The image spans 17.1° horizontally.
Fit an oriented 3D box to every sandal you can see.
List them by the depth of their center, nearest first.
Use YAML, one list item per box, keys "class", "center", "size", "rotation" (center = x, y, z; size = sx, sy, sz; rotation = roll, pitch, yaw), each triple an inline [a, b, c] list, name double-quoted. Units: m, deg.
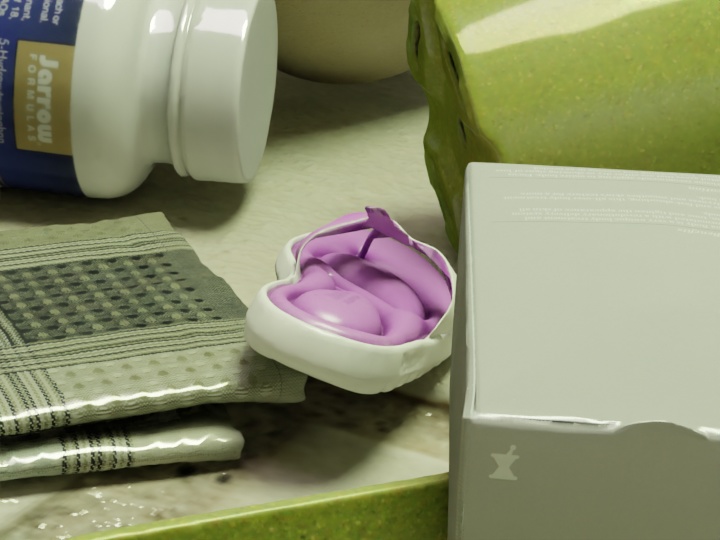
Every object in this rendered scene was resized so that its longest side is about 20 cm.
- class: "sandal"
  center: [0.007, 0.003, 0.927]
  size: [0.082, 0.050, 0.203]
  rotation: [22, 13, 0]

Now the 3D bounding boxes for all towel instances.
- class: "towel"
  center: [-0.137, 0.031, 0.916]
  size: [0.199, 0.035, 0.193]
  rotation: [-8, 22, -20]

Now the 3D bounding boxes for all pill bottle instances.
- class: "pill bottle"
  center: [-0.143, -0.095, 1.088]
  size: [0.199, 0.120, 0.120]
  rotation: [6, 23, 8]

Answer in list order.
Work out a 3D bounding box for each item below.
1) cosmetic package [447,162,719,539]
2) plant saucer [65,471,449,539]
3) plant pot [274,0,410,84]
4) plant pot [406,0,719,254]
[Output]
- class: "cosmetic package"
  center: [0.079, 0.039, 0.724]
  size: [0.106, 0.091, 0.200]
  rotation: [5, 26, 3]
- class: "plant saucer"
  center: [0.038, 0.126, 0.679]
  size: [0.199, 0.048, 0.200]
  rotation: [-8, 25, -23]
- class: "plant pot"
  center: [-0.041, -0.196, 1.151]
  size: [0.187, 0.188, 0.200]
  rotation: [13, 1, 22]
- class: "plant pot"
  center: [0.123, -0.075, 1.023]
  size: [0.183, 0.201, 0.200]
  rotation: [-14, 25, -8]
